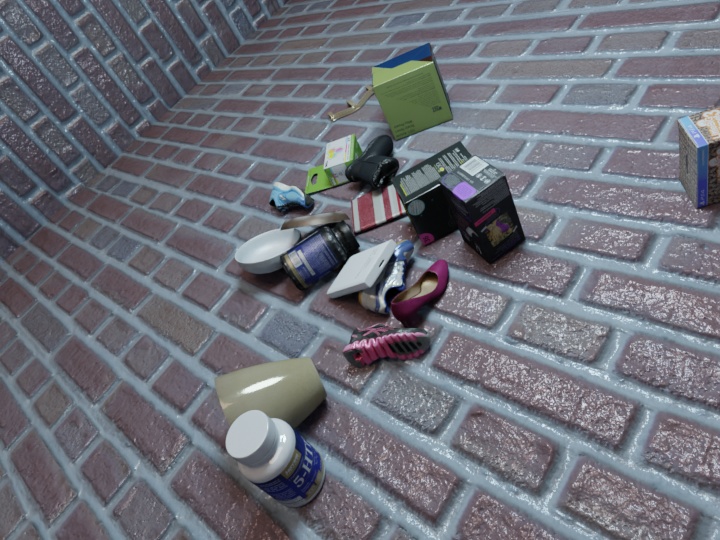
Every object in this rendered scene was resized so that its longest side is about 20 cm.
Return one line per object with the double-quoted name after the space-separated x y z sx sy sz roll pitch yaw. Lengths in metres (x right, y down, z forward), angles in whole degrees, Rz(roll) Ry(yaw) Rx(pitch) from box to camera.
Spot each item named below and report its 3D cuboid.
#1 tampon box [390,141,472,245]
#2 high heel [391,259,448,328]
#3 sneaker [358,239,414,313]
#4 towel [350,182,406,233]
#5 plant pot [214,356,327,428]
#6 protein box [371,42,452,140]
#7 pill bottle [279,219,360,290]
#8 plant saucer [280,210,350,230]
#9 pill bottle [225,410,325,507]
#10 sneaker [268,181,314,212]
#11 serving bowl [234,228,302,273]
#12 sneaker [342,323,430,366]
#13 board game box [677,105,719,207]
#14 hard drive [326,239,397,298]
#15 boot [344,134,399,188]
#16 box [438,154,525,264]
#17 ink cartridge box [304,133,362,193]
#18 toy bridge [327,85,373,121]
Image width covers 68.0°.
0.203 -0.190 1.329 0.199 0.150 0.127 -28 40 7 "tampon box"
0.137 0.034 1.196 0.067 0.096 0.201 8 55 37 "high heel"
0.084 0.019 1.277 0.088 0.075 0.201 26 72 31 "sneaker"
0.067 -0.185 1.510 0.198 0.023 0.145 -21 43 15 "towel"
-0.179 0.268 1.128 0.199 0.188 0.188 -25 39 -12 "plant pot"
0.162 -0.556 1.670 0.197 0.201 0.136 -17 43 18 "protein box"
-0.105 -0.045 1.415 0.199 0.112 0.112 -33 41 0 "pill bottle"
-0.128 -0.141 1.490 0.198 0.032 0.200 -8 6 1 "plant saucer"
-0.159 0.350 1.001 0.119 0.201 0.120 -17 43 17 "pill bottle"
-0.224 -0.219 1.707 0.199 0.078 0.091 19 80 47 "sneaker"
-0.256 -0.046 1.530 0.198 0.066 0.201 -13 27 7 "serving bowl"
0.058 0.145 1.166 0.198 0.079 0.096 -11 34 22 "sneaker"
0.737 -0.237 1.027 0.198 0.160 0.097 -17 43 19 "board game box"
0.000 0.000 1.301 0.132 0.027 0.200 -57 18 -25 "hard drive"
0.066 -0.323 1.584 0.200 0.077 0.168 -44 35 -17 "boot"
0.273 -0.135 1.192 0.106 0.201 0.122 -34 41 -2 "box"
-0.099 -0.341 1.720 0.198 0.076 0.149 -14 44 16 "ink cartridge box"
-0.032 -0.615 1.983 0.199 0.027 0.067 -36 42 -2 "toy bridge"
